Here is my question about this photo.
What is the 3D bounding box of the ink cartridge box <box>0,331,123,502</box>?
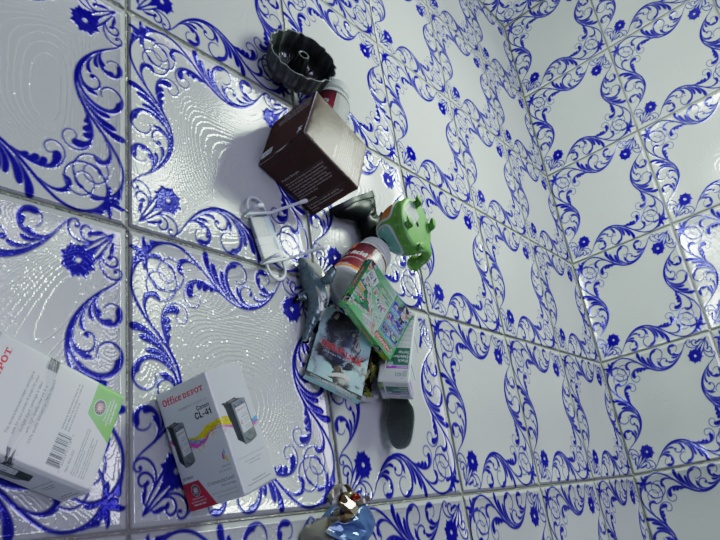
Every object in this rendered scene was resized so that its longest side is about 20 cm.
[{"bbox_3d":[-0.447,0.203,0.855,0.199,0.083,0.148,40,41,-33],"label":"ink cartridge box"}]

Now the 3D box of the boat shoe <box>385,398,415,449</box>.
[{"bbox_3d":[0.099,0.342,1.538,0.065,0.072,0.206,67,14,-51],"label":"boat shoe"}]

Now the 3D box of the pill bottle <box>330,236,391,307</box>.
[{"bbox_3d":[0.000,0.000,1.570,0.116,0.113,0.200,57,34,-11],"label":"pill bottle"}]

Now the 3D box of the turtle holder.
[{"bbox_3d":[0.125,-0.101,1.683,0.185,0.129,0.144,38,49,-41],"label":"turtle holder"}]

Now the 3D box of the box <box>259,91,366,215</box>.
[{"bbox_3d":[-0.111,-0.283,1.542,0.200,0.164,0.167,42,41,-31],"label":"box"}]

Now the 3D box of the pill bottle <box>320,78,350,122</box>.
[{"bbox_3d":[-0.086,-0.428,1.717,0.109,0.108,0.204,40,41,-32],"label":"pill bottle"}]

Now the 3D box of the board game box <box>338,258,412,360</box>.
[{"bbox_3d":[0.040,0.093,1.475,0.201,0.029,0.136,54,54,-30],"label":"board game box"}]

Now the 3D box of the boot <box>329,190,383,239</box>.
[{"bbox_3d":[0.009,-0.121,1.702,0.197,0.072,0.166,-28,99,-55],"label":"boot"}]

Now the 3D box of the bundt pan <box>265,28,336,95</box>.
[{"bbox_3d":[-0.166,-0.545,1.672,0.198,0.076,0.205,21,45,-21],"label":"bundt pan"}]

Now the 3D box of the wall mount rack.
[{"bbox_3d":[-0.175,-0.087,1.416,0.172,0.073,0.205,-13,81,-56],"label":"wall mount rack"}]

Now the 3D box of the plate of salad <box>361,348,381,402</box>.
[{"bbox_3d":[0.007,0.212,1.509,0.198,0.047,0.205,32,46,-41],"label":"plate of salad"}]

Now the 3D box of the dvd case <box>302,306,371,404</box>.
[{"bbox_3d":[-0.045,0.187,1.432,0.144,0.022,0.203,28,47,-14],"label":"dvd case"}]

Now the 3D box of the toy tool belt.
[{"bbox_3d":[-0.021,0.501,1.228,0.127,0.121,0.200,60,34,-7],"label":"toy tool belt"}]

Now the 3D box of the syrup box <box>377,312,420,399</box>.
[{"bbox_3d":[0.097,0.209,1.546,0.082,0.076,0.203,73,22,-46],"label":"syrup box"}]

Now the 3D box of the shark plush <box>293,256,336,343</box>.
[{"bbox_3d":[-0.119,0.071,1.440,0.081,0.091,0.206,16,71,-20],"label":"shark plush"}]

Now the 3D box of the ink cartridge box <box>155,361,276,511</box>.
[{"bbox_3d":[-0.241,0.274,1.040,0.085,0.146,0.205,-12,78,-56],"label":"ink cartridge box"}]
